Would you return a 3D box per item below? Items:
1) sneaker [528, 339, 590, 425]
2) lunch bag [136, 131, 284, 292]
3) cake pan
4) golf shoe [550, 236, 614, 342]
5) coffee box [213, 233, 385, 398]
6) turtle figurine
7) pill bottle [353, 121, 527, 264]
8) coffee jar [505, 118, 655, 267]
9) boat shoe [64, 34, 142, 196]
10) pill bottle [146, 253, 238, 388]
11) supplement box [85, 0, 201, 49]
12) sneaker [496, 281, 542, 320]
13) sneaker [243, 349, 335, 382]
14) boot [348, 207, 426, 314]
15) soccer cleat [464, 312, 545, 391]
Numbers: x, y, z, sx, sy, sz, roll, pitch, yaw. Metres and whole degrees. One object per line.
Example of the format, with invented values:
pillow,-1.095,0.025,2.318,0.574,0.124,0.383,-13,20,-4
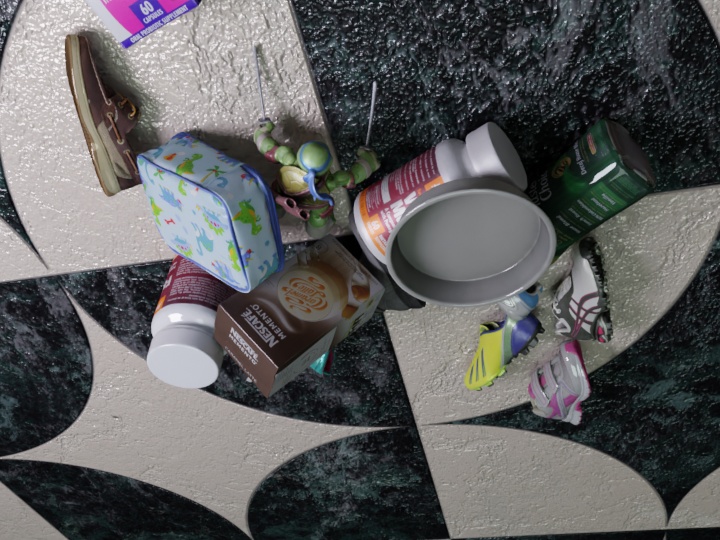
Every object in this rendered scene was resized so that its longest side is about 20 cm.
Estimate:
sneaker,0.325,0.191,1.140,0.087,0.082,0.201,-3,134,5
lunch bag,-0.185,-0.070,0.853,0.199,0.082,0.162,26,139,36
cake pan,0.127,-0.031,0.811,0.197,0.037,0.202,1,138,1
golf shoe,0.316,0.037,0.994,0.087,0.078,0.201,-5,134,19
coffee box,-0.078,0.054,0.901,0.114,0.199,0.080,43,142,14
turtle figurine,-0.056,-0.138,0.848,0.142,0.202,0.194,-9,160,-18
pill bottle,0.097,-0.093,0.854,0.199,0.110,0.109,-28,127,29
coffee jar,0.255,-0.086,0.853,0.085,0.105,0.200,28,130,-23
boat shoe,-0.302,-0.188,0.833,0.071,0.072,0.202,-18,127,-20
pill bottle,-0.225,0.055,0.963,0.113,0.201,0.115,2,135,2
supplement box,-0.239,-0.334,0.647,0.100,0.104,0.201,-19,129,23
sneaker,0.174,-0.005,0.977,0.199,0.072,0.073,34,94,-18
sneaker,-0.103,0.138,1.126,0.120,0.084,0.200,31,129,-12
boot,0.000,0.000,0.990,0.130,0.070,0.201,-13,126,29
soccer cleat,0.215,0.123,1.109,0.084,0.065,0.201,40,136,7
